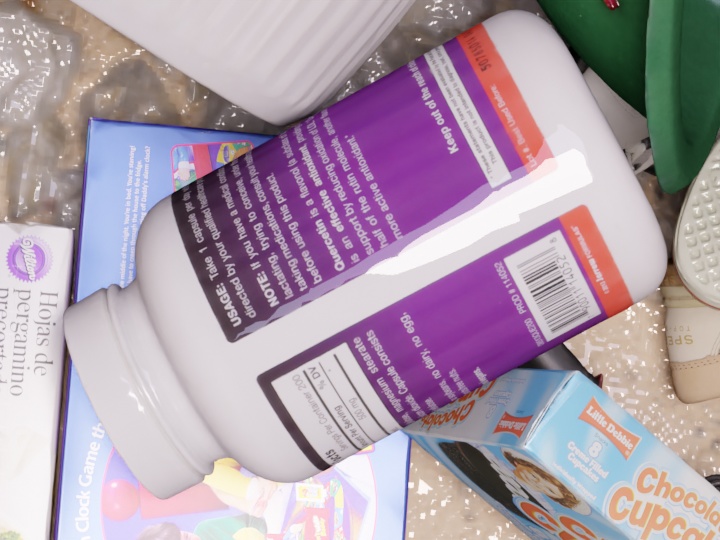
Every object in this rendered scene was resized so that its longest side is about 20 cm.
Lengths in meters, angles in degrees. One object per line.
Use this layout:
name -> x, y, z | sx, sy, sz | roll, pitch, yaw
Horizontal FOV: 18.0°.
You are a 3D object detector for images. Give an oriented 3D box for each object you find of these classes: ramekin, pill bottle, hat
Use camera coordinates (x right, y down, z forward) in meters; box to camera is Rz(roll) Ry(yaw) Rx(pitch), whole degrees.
ramekin -> -0.069, -0.133, 0.819 | 0.202, 0.202, 0.095 | 33, 93, -3
pill bottle -> 0.000, 0.000, 0.797 | 0.199, 0.112, 0.113 | -28, 89, 5
hat -> 0.050, -0.140, 0.819 | 0.175, 0.166, 0.201 | 10, 83, 17

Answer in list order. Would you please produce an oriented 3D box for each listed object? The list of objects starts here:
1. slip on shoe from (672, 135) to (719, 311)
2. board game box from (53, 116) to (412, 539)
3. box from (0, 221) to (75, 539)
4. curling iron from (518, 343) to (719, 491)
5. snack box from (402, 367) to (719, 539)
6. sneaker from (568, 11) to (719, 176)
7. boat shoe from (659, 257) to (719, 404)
slip on shoe -> 0.190, -0.046, 0.880 | 0.074, 0.061, 0.200 | 32, 58, 21
board game box -> -0.047, 0.048, 0.876 | 0.133, 0.045, 0.202 | 5, 84, -7
box -> -0.136, 0.083, 0.865 | 0.038, 0.041, 0.202 | 5, 83, -7
curling iron -> 0.098, 0.051, 0.901 | 0.200, 0.026, 0.050 | 44, 118, 4
snack box -> 0.116, 0.108, 0.834 | 0.200, 0.116, 0.037 | 41, 76, -15
sneaker -> 0.123, -0.072, 0.893 | 0.088, 0.074, 0.200 | 37, 79, -5
boat shoe -> 0.219, 0.017, 0.904 | 0.198, 0.071, 0.065 | -6, 90, 3
